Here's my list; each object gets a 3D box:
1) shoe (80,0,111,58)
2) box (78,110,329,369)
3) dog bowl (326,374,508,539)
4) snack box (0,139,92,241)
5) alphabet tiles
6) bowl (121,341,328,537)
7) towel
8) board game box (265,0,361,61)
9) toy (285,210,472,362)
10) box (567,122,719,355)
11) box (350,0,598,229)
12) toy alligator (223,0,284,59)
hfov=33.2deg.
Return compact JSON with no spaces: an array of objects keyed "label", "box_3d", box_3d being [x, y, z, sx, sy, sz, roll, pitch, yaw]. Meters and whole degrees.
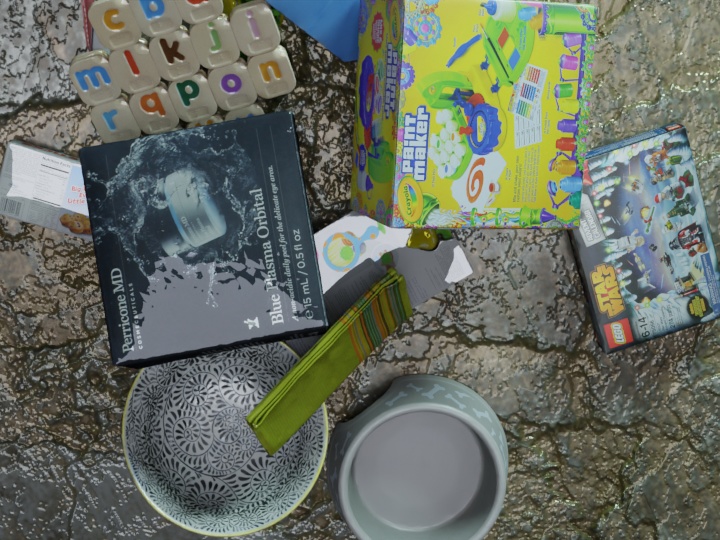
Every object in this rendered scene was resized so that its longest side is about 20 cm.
[{"label":"shoe","box_3d":[-0.248,-0.293,1.119,0.090,0.071,0.203,17,113,14]},{"label":"box","box_3d":[-0.139,-0.024,1.113,0.196,0.117,0.200,-10,86,-2]},{"label":"dog bowl","box_3d":[0.062,0.213,1.254,0.196,0.059,0.204,-1,103,-2]},{"label":"snack box","box_3d":[-0.257,-0.065,1.189,0.197,0.024,0.073,17,101,-7]},{"label":"alphabet tiles","box_3d":[-0.165,-0.183,1.127,0.197,0.015,0.197,-16,132,6]},{"label":"bowl","box_3d":[-0.134,0.161,1.198,0.197,0.094,0.205,2,78,-7]},{"label":"towel","box_3d":[-0.024,0.089,1.138,0.018,0.086,0.200,37,74,29]},{"label":"board game box","box_3d":[-0.008,-0.290,1.115,0.158,0.039,0.199,-49,138,12]},{"label":"toy","box_3d":[0.000,0.000,1.207,0.198,0.047,0.116,-30,99,-1]},{"label":"box","box_3d":[0.282,-0.031,1.218,0.135,0.040,0.203,-18,104,2]},{"label":"box","box_3d":[0.100,-0.147,1.113,0.189,0.122,0.204,0,101,-19]},{"label":"toy alligator","box_3d":[-0.084,-0.278,1.110,0.059,0.054,0.202,-4,125,-36]}]
